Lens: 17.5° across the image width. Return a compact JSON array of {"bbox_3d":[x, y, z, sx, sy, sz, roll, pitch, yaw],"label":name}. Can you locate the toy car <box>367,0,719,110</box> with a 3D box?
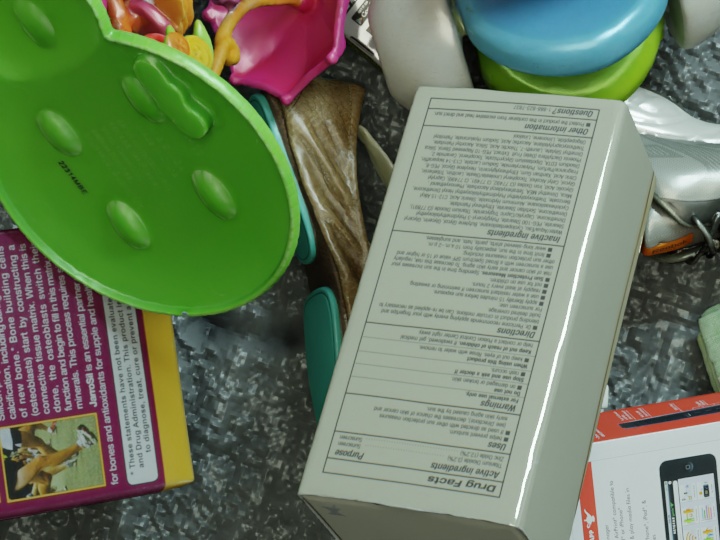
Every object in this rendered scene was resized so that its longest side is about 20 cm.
[{"bbox_3d":[0.078,-0.166,1.045,0.174,0.150,0.202,-17,91,0],"label":"toy car"}]

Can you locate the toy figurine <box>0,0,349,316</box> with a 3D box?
[{"bbox_3d":[-0.080,-0.114,1.046,0.149,0.185,0.200,-18,120,37],"label":"toy figurine"}]

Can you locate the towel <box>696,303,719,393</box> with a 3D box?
[{"bbox_3d":[0.250,0.092,1.091,0.152,0.023,0.202,-24,86,40],"label":"towel"}]

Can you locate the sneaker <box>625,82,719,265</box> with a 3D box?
[{"bbox_3d":[0.174,-0.032,1.099,0.198,0.074,0.080,9,52,8],"label":"sneaker"}]

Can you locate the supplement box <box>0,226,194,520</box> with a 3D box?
[{"bbox_3d":[-0.191,0.052,1.074,0.198,0.103,0.132,-6,88,-28],"label":"supplement box"}]

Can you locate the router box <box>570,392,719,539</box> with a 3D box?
[{"bbox_3d":[0.133,0.165,1.081,0.178,0.049,0.202,-8,101,-9],"label":"router box"}]

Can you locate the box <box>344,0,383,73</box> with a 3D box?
[{"bbox_3d":[0.042,-0.202,1.140,0.110,0.035,0.200,39,91,3],"label":"box"}]

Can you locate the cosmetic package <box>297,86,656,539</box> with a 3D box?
[{"bbox_3d":[0.054,0.025,1.010,0.103,0.073,0.201,7,66,24],"label":"cosmetic package"}]

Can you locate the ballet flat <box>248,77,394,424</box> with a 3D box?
[{"bbox_3d":[0.000,0.000,1.132,0.072,0.068,0.202,-12,84,-16],"label":"ballet flat"}]

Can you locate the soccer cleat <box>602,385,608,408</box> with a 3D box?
[{"bbox_3d":[0.065,0.094,1.117,0.084,0.069,0.202,8,94,-7],"label":"soccer cleat"}]
